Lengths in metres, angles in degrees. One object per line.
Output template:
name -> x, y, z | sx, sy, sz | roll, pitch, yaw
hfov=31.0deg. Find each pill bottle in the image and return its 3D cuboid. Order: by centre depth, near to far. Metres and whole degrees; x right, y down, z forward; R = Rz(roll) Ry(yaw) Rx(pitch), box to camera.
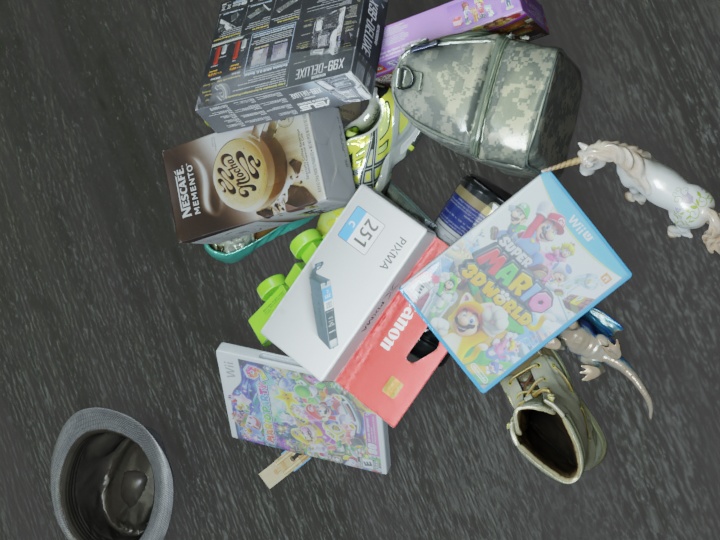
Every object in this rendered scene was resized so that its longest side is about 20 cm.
pill bottle -> 0.111, 0.002, 1.444 | 0.112, 0.112, 0.200 | 36, 102, 17

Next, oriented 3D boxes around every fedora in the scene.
fedora -> -0.290, 0.260, 1.600 | 0.177, 0.090, 0.200 | 8, 99, 22

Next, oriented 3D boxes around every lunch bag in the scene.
lunch bag -> 0.135, -0.181, 1.391 | 0.168, 0.200, 0.140 | 13, 94, 19

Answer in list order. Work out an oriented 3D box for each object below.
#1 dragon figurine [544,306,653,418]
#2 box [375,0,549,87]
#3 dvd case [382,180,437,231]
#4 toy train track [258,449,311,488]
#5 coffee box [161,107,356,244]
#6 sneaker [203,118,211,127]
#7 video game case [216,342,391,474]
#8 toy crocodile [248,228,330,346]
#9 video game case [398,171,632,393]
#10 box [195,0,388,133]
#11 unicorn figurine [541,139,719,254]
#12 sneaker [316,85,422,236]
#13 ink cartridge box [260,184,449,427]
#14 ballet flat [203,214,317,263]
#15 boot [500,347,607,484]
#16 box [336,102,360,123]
dragon figurine -> 0.248, 0.074, 1.417 | 0.200, 0.099, 0.059 | 33, 108, 3
box -> 0.098, -0.257, 1.439 | 0.200, 0.137, 0.039 | -17, 83, 20
dvd case -> 0.000, 0.000, 1.486 | 0.200, 0.022, 0.146 | -55, 31, 11
toy train track -> -0.041, 0.192, 1.544 | 0.200, 0.033, 0.115 | -41, 83, 21
coffee box -> -0.115, -0.106, 1.463 | 0.200, 0.080, 0.113 | -15, 83, 27
sneaker -> -0.120, -0.256, 1.557 | 0.082, 0.074, 0.200 | 24, 105, 17
video game case -> -0.064, 0.158, 1.485 | 0.200, 0.018, 0.143 | 11, 131, 20
toy crocodile -> -0.062, 0.016, 1.492 | 0.200, 0.062, 0.068 | -50, 63, 31
video game case -> 0.161, 0.012, 1.353 | 0.200, 0.018, 0.143 | -39, 92, 3
box -> -0.072, -0.241, 1.406 | 0.200, 0.050, 0.158 | -10, 55, 27
unicorn figurine -> 0.302, -0.088, 1.357 | 0.200, 0.137, 0.074 | 22, 87, 16
sneaker -> -0.004, -0.124, 1.494 | 0.200, 0.076, 0.075 | -60, 32, 5
ink cartridge box -> 0.018, 0.038, 1.389 | 0.176, 0.045, 0.200 | 37, 97, 19
ballet flat -> -0.107, -0.072, 1.548 | 0.200, 0.070, 0.067 | -35, 78, 16
boot -> 0.185, 0.135, 1.391 | 0.072, 0.155, 0.200 | -38, 78, 15
box -> -0.047, -0.275, 1.516 | 0.078, 0.095, 0.200 | 2, 91, 20
